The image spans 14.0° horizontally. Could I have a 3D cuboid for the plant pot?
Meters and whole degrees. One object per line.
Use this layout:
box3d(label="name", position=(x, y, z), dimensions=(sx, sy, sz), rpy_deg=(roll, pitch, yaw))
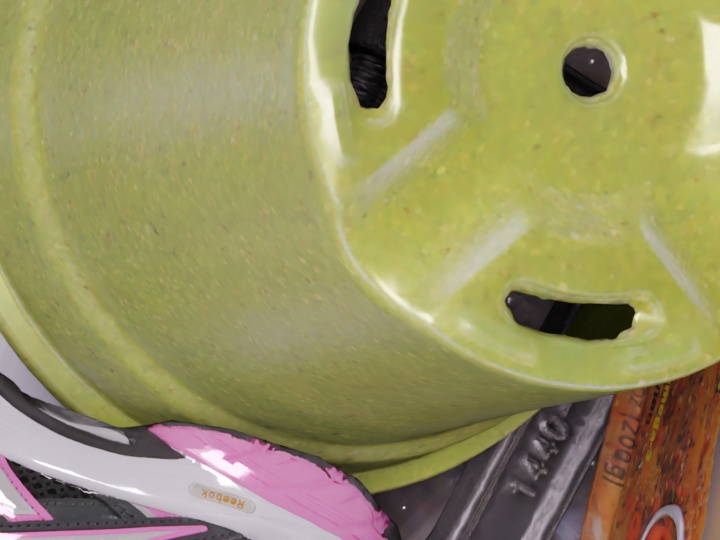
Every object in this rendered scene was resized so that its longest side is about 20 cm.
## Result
box3d(label="plant pot", position=(0.019, -0.041, 0.672), dimensions=(0.200, 0.184, 0.201), rpy_deg=(0, 90, -21))

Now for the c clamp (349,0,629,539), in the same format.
box3d(label="c clamp", position=(0.000, 0.000, 0.777), dimensions=(0.171, 0.027, 0.200), rpy_deg=(25, 83, -19))

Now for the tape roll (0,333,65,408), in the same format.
box3d(label="tape roll", position=(-0.148, 0.007, 0.816), dimensions=(0.200, 0.066, 0.201), rpy_deg=(0, 88, 11))

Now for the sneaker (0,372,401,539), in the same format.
box3d(label="sneaker", position=(-0.095, 0.069, 0.682), dimensions=(0.200, 0.080, 0.086), rpy_deg=(14, 71, 1))

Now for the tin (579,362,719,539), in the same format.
box3d(label="tin", position=(0.102, 0.019, 0.740), dimensions=(0.042, 0.112, 0.200), rpy_deg=(16, 87, -9))
